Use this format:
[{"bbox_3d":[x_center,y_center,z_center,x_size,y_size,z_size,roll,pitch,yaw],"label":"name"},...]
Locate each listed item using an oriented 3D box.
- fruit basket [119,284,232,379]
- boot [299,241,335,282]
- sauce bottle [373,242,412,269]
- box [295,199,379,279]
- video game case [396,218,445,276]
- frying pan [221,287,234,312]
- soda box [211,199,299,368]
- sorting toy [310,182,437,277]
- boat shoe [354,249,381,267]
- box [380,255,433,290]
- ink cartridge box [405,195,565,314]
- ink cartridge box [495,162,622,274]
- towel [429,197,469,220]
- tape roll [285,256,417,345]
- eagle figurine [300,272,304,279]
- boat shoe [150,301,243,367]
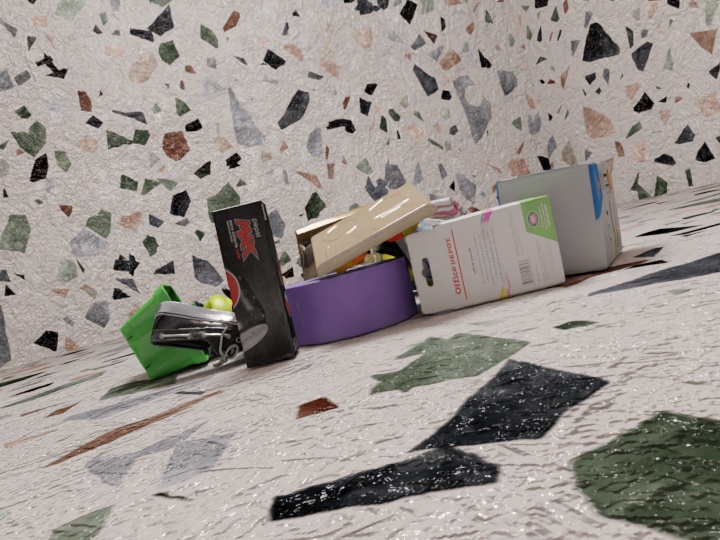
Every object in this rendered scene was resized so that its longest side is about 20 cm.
[{"bbox_3d":[-0.275,0.086,0.955,0.212,0.158,0.216,-31,6,4],"label":"fruit basket"},{"bbox_3d":[-0.086,0.020,1.081,0.068,0.151,0.199,-15,2,-24],"label":"boot"},{"bbox_3d":[0.115,-0.026,0.955,0.195,0.067,0.064,17,-9,-20],"label":"sauce bottle"},{"bbox_3d":[-0.028,-0.045,1.154,0.195,0.167,0.021,-21,43,-15],"label":"box"},{"bbox_3d":[0.145,-0.038,0.910,0.195,0.018,0.144,3,37,-30],"label":"video game case"},{"bbox_3d":[-0.155,0.076,0.867,0.113,0.032,0.190,29,-10,-1],"label":"frying pan"},{"bbox_3d":[-0.137,0.017,0.749,0.069,0.207,0.063,-13,1,-3],"label":"soda box"},{"bbox_3d":[0.014,-0.059,0.831,0.181,0.037,0.200,-29,16,2],"label":"sorting toy"},{"bbox_3d":[0.000,0.000,1.065,0.073,0.067,0.202,-27,31,16],"label":"boat shoe"},{"bbox_3d":[0.144,-0.016,1.088,0.116,0.050,0.197,32,-31,-33],"label":"box"},{"bbox_3d":[0.167,-0.020,0.784,0.194,0.121,0.067,-14,5,7],"label":"ink cartridge box"},{"bbox_3d":[0.314,-0.080,0.886,0.141,0.152,0.198,-8,4,32],"label":"ink cartridge box"},{"bbox_3d":[0.157,-0.066,1.064,0.143,0.031,0.198,-10,-32,40],"label":"towel"},{"bbox_3d":[-0.016,0.044,0.865,0.194,0.088,0.200,-14,1,0],"label":"tape roll"},{"bbox_3d":[-0.037,0.014,1.290,0.195,0.155,0.151,-20,-16,-22],"label":"eagle figurine"},{"bbox_3d":[-0.198,0.098,0.810,0.193,0.070,0.074,14,-30,-13],"label":"boat shoe"}]
